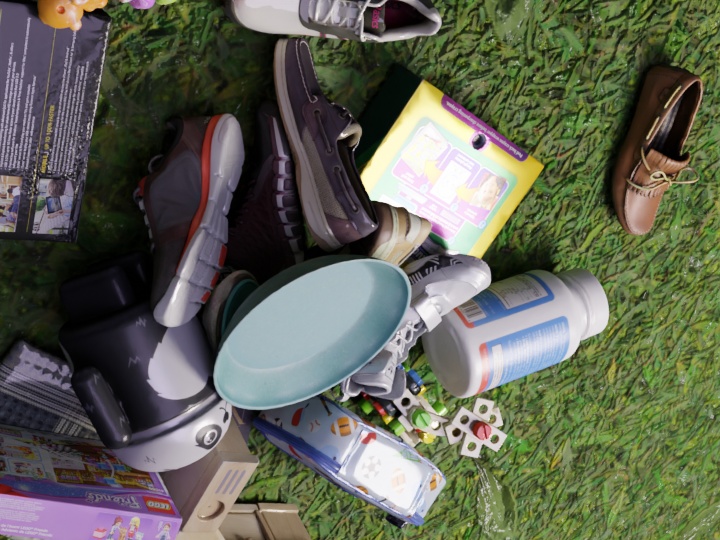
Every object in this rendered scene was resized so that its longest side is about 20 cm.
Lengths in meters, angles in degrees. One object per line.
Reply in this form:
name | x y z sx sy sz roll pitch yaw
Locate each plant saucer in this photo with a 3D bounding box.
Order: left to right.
plant saucer | -0.048 0.049 0.990 0.200 0.036 0.200 -24 147 -17

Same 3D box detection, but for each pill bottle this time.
pill bottle | 0.180 0.064 1.241 0.200 0.112 0.112 -17 122 -23

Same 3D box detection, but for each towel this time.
towel | -0.296 0.180 1.055 0.200 0.035 0.193 32 93 -31

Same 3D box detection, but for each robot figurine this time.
robot figurine | -0.195 0.085 0.992 0.150 0.125 0.200 -27 103 -23

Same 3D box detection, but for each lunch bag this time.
lunch bag | -0.013 0.198 1.167 0.200 0.160 0.076 41 73 -33

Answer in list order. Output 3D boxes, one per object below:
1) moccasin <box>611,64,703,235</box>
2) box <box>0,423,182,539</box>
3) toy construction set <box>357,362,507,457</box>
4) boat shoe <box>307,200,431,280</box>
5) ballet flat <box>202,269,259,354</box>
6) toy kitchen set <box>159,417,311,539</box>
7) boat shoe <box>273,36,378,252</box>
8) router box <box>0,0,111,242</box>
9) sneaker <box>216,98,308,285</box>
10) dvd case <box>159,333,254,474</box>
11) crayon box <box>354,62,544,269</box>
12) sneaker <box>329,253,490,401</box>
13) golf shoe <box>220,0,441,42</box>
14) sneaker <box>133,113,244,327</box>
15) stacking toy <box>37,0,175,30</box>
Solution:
moccasin | 0.349 -0.134 1.261 0.074 0.078 0.201 4 113 -33
box | -0.273 0.190 0.970 0.200 0.137 0.039 16 101 -29
toy construction set | 0.065 0.156 1.184 0.092 0.200 0.131 -45 107 -20
boat shoe | 0.000 0.000 1.064 0.076 0.072 0.200 6 156 -30
ballet flat | -0.122 0.062 1.037 0.067 0.062 0.200 -47 151 -26
toy kitchen set | -0.096 0.268 1.123 0.200 0.163 0.180 11 120 -39
boat shoe | -0.029 -0.119 0.983 0.065 0.200 0.072 -15 171 15
router box | -0.294 -0.125 0.883 0.149 0.051 0.200 2 113 -31
sneaker | -0.113 -0.056 1.024 0.115 0.076 0.200 -7 103 -1
dvd case | -0.178 0.152 1.128 0.149 0.016 0.200 0 115 -32
crayon box | 0.069 -0.088 1.124 0.200 0.058 0.173 28 101 -39
sneaker | 0.047 0.063 1.113 0.200 0.115 0.075 -20 144 11
golf shoe | -0.022 -0.241 0.969 0.200 0.088 0.077 -6 119 -28
sneaker | -0.162 -0.046 0.958 0.077 0.082 0.200 72 28 -66
stacking toy | -0.165 -0.246 0.855 0.200 0.110 0.116 -35 125 -15
